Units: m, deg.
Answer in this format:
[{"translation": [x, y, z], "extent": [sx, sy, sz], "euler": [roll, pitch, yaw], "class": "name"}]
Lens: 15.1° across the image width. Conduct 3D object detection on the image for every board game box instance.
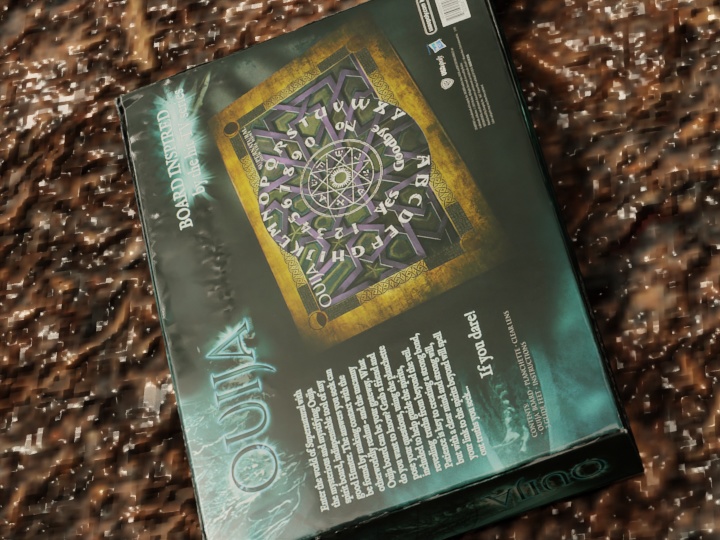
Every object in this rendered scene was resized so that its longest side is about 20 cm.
[{"translation": [0.000, 0.000, 0.875], "extent": [0.135, 0.028, 0.200], "euler": [-20, 52, 7], "class": "board game box"}]
